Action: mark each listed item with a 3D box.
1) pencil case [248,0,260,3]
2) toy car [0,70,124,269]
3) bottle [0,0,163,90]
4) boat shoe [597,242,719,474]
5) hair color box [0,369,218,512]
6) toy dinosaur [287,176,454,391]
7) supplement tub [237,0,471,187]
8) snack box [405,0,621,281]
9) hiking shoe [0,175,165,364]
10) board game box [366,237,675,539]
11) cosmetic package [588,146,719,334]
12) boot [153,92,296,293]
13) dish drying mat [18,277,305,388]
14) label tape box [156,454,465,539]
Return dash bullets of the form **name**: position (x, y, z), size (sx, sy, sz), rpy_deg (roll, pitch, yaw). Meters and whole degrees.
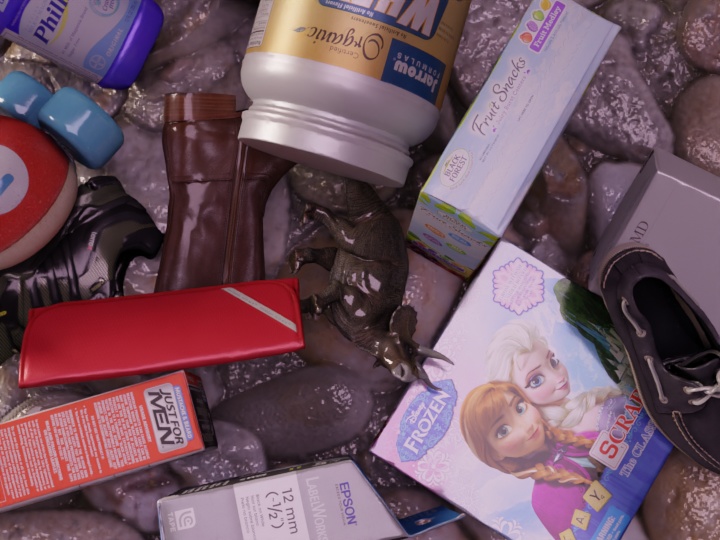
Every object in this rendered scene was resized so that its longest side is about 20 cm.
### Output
- **pencil case**: position (-0.027, -0.249, 0.896), size (0.200, 0.083, 0.087), rpy_deg (10, 92, 1)
- **toy car**: position (-0.312, -0.100, 0.786), size (0.177, 0.200, 0.184), rpy_deg (22, 69, 47)
- **bottle**: position (-0.254, -0.214, 0.853), size (0.200, 0.065, 0.084), rpy_deg (26, 91, -27)
- **boat shoe**: position (0.235, 0.074, 0.806), size (0.073, 0.063, 0.200), rpy_deg (-30, 101, 6)
- **hair color box**: position (-0.212, 0.131, 0.821), size (0.200, 0.111, 0.064), rpy_deg (-15, 83, -4)
- **toy dinosaur**: position (0.000, 0.000, 0.860), size (0.102, 0.077, 0.200), rpy_deg (5, 66, -25)
- **supplement tub**: position (-0.001, -0.171, 0.782), size (0.145, 0.145, 0.200), rpy_deg (15, 90, 1)
- **snack box**: position (0.104, -0.091, 0.819), size (0.068, 0.200, 0.169), rpy_deg (30, 81, 3)
- **hiking shoe**: position (-0.229, 0.023, 0.854), size (0.101, 0.076, 0.200), rpy_deg (39, 81, 7)
- **board game box**: position (0.141, 0.109, 0.869), size (0.199, 0.041, 0.200), rpy_deg (31, 82, 3)
- **cosmetic package**: position (0.287, 0.002, 0.851), size (0.200, 0.081, 0.113), rpy_deg (24, 113, 2)
- **boot**: position (-0.073, -0.033, 0.877), size (0.186, 0.064, 0.200), rpy_deg (0, 94, -23)
- **dish drying mat**: position (-0.141, 0.042, 0.799), size (0.200, 0.018, 0.077), rpy_deg (-6, 45, -3)
- **label tape box**: position (-0.035, 0.169, 0.803), size (0.200, 0.143, 0.066), rpy_deg (-13, 82, -3)
